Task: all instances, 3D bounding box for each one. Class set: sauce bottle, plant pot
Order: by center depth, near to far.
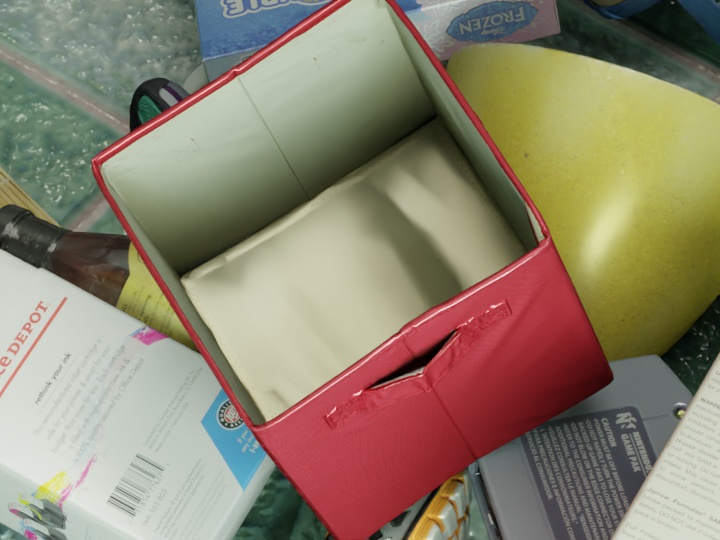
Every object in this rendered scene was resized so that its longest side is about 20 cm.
[{"bbox_3d":[-0.116,0.017,1.633,0.199,0.066,0.066,23,55,15],"label":"sauce bottle"},{"bbox_3d":[0.120,-0.020,1.637,0.199,0.200,0.143,18,79,9],"label":"plant pot"}]

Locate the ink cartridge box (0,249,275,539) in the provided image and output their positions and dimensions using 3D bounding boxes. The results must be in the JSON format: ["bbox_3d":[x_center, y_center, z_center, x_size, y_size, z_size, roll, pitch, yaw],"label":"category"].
[{"bbox_3d":[-0.151,0.082,1.580,0.199,0.068,0.115,29,59,7],"label":"ink cartridge box"}]

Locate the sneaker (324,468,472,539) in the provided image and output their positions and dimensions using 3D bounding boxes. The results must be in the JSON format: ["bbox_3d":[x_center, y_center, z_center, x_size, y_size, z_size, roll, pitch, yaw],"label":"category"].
[{"bbox_3d":[-0.003,0.162,1.546,0.077,0.078,0.200,20,53,22],"label":"sneaker"}]

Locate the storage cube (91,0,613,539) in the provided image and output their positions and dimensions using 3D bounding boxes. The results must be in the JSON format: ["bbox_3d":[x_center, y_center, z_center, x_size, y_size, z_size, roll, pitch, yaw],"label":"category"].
[{"bbox_3d":[0.000,0.000,1.479,0.171,0.180,0.200,-33,61,-1],"label":"storage cube"}]

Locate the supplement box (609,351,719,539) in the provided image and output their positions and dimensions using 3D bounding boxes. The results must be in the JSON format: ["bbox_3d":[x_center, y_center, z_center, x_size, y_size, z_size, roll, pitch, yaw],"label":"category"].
[{"bbox_3d":[0.163,0.139,1.409,0.073,0.126,0.200,24,53,15],"label":"supplement box"}]

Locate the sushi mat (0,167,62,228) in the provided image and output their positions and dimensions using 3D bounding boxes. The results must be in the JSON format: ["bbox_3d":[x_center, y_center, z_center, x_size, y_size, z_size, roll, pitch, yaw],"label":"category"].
[{"bbox_3d":[-0.179,0.025,1.672,0.096,0.012,0.200,-34,63,-27],"label":"sushi mat"}]

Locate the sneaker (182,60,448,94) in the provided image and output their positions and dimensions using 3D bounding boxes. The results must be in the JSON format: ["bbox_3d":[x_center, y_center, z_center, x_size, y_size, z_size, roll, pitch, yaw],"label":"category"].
[{"bbox_3d":[-0.024,-0.152,1.791,0.199,0.081,0.147,-22,36,-2],"label":"sneaker"}]

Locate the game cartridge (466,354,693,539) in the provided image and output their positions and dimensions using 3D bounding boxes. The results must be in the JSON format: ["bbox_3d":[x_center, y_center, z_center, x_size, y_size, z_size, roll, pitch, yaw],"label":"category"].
[{"bbox_3d":[0.135,0.135,1.514,0.133,0.041,0.201,-11,53,-8],"label":"game cartridge"}]

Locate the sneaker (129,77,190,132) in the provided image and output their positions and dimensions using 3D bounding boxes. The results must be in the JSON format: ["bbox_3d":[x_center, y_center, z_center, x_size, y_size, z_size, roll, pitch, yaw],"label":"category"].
[{"bbox_3d":[-0.051,-0.035,1.701,0.087,0.074,0.200,-24,69,-33],"label":"sneaker"}]

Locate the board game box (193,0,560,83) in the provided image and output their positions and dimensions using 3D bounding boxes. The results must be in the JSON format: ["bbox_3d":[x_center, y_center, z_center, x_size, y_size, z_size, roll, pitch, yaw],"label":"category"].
[{"bbox_3d":[0.000,-0.184,1.723,0.199,0.043,0.199,-13,40,1],"label":"board game box"}]

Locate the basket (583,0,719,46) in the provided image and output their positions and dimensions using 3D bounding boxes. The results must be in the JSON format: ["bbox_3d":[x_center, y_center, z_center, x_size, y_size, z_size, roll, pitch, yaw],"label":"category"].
[{"bbox_3d":[0.182,-0.224,1.793,0.139,0.200,0.177,-27,51,21],"label":"basket"}]
